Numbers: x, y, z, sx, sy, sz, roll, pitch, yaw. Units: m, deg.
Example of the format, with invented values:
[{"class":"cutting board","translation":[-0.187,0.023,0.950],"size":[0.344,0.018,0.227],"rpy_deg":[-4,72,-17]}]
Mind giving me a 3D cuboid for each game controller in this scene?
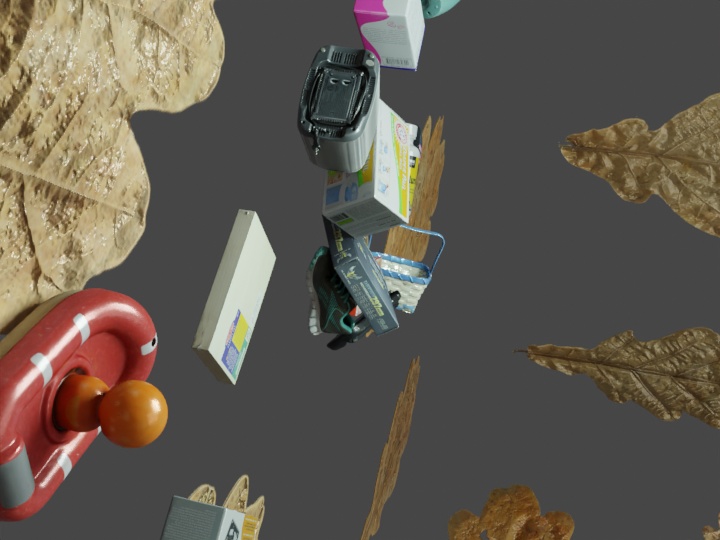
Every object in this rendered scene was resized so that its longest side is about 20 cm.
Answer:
[{"class":"game controller","translation":[0.008,0.104,1.725],"size":[0.200,0.104,0.042],"rpy_deg":[-36,97,-47]}]

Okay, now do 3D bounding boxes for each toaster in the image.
[{"class":"toaster","translation":[-0.031,-0.242,1.277],"size":[0.129,0.113,0.200],"rpy_deg":[78,22,-67]}]

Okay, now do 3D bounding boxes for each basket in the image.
[{"class":"basket","translation":[0.087,-0.014,1.921],"size":[0.139,0.176,0.200],"rpy_deg":[-90,-161,-68]}]

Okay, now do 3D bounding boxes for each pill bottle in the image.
[{"class":"pill bottle","translation":[0.070,-0.223,1.786],"size":[0.111,0.111,0.201],"rpy_deg":[-11,110,-78]}]

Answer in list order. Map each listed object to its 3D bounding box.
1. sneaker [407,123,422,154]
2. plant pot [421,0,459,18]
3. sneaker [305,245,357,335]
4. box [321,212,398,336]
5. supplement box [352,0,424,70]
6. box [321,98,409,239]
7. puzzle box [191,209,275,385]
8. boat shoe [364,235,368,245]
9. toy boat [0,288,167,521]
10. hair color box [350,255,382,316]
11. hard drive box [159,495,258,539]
[{"class":"sneaker","translation":[0.126,-0.278,2.117],"size":[0.082,0.070,0.200],"rpy_deg":[70,33,-63]},{"class":"plant pot","translation":[0.136,-0.602,1.611],"size":[0.161,0.200,0.201],"rpy_deg":[-64,164,-18]},{"class":"sneaker","translation":[-0.046,0.040,1.482],"size":[0.078,0.091,0.200],"rpy_deg":[-65,160,-45]},{"class":"box","translation":[0.000,0.000,1.482],"size":[0.158,0.051,0.200],"rpy_deg":[-104,167,-48]},{"class":"supplement box","translation":[0.058,-0.475,1.542],"size":[0.200,0.101,0.104],"rpy_deg":[56,44,-74]},{"class":"box","translation":[0.012,-0.173,1.384],"size":[0.101,0.112,0.200],"rpy_deg":[33,50,-46]},{"class":"puzzle box","translation":[-0.164,0.037,1.077],"size":[0.133,0.025,0.200],"rpy_deg":[78,25,-62]},{"class":"boat shoe","translation":[-0.017,-0.109,1.599],"size":[0.065,0.072,0.201],"rpy_deg":[-168,-100,-65]},{"class":"toy boat","translation":[-0.212,0.103,0.633],"size":[0.200,0.130,0.131],"rpy_deg":[-64,160,-54]},{"class":"hair color box","translation":[-0.007,0.027,1.739],"size":[0.200,0.064,0.111],"rpy_deg":[-27,126,-77]},{"class":"hard drive box","translation":[-0.209,0.401,1.034],"size":[0.156,0.077,0.200],"rpy_deg":[67,34,-68]}]
